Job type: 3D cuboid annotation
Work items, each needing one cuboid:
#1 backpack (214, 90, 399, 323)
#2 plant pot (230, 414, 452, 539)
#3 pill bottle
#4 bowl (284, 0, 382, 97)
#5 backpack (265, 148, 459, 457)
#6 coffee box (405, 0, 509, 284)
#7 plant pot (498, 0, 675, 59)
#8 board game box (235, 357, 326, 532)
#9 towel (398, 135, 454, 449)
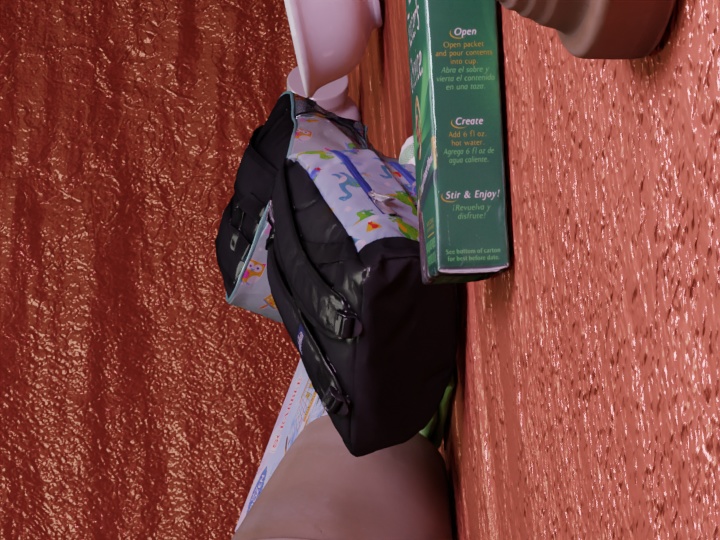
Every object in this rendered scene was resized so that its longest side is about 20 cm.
[{"bbox_3d":[-0.041,-0.040,1.717,0.200,0.152,0.177,-79,14,-78],"label":"backpack"},{"bbox_3d":[-0.011,0.207,1.500,0.201,0.198,0.175,92,-170,-53],"label":"plant pot"},{"bbox_3d":[-0.051,-0.147,2.459,0.105,0.103,0.201,-96,5,-48],"label":"pill bottle"},{"bbox_3d":[-0.032,-0.275,2.012,0.201,0.089,0.203,168,90,-88],"label":"bowl"},{"bbox_3d":[0.000,0.000,1.431,0.200,0.153,0.165,42,139,45],"label":"backpack"},{"bbox_3d":[0.053,-0.096,1.176,0.123,0.043,0.202,137,130,-86],"label":"coffee box"},{"bbox_3d":[0.053,-0.173,0.715,0.201,0.092,0.203,177,90,-86],"label":"plant pot"},{"bbox_3d":[-0.028,0.143,1.733,0.202,0.041,0.199,-69,17,-7],"label":"board game box"},{"bbox_3d":[0.044,0.019,1.549,0.150,0.030,0.202,93,174,-65],"label":"towel"}]
